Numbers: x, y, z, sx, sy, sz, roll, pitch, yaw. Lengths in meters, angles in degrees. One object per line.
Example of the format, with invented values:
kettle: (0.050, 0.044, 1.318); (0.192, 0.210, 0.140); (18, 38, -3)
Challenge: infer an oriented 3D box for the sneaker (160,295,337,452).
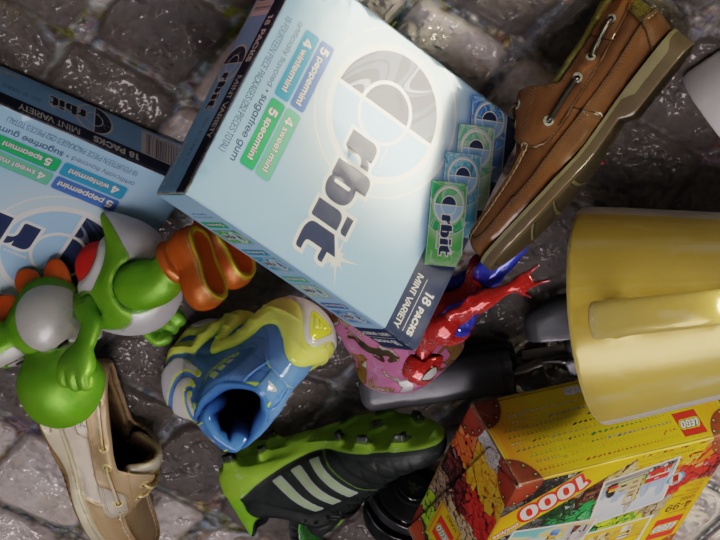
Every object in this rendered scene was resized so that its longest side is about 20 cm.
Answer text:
sneaker: (-0.101, 0.083, 1.792); (0.076, 0.105, 0.200); (44, 143, -10)

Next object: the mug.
mug: (0.227, 0.035, 1.717); (0.152, 0.187, 0.150); (-5, 121, 19)

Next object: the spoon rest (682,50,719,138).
spoon rest: (0.295, -0.067, 1.730); (0.099, 0.061, 0.200); (-35, 124, 27)

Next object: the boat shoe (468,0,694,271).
boat shoe: (0.130, -0.092, 1.660); (0.068, 0.072, 0.200); (40, 87, 8)

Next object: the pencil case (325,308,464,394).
pencil case: (0.000, 0.000, 1.768); (0.083, 0.087, 0.200); (-38, 128, -7)

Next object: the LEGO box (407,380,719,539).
LEGO box: (0.154, 0.153, 1.855); (0.199, 0.077, 0.149); (-11, 144, -30)

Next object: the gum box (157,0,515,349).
gum box: (-0.010, -0.072, 1.645); (0.199, 0.171, 0.044); (34, 164, -27)

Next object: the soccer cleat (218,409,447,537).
soccer cleat: (-0.015, 0.152, 1.892); (0.199, 0.068, 0.082); (-12, 110, 32)

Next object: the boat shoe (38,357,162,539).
boat shoe: (-0.182, 0.143, 1.898); (0.069, 0.074, 0.201); (-9, 132, 15)

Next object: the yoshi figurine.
yoshi figurine: (-0.166, 0.043, 1.729); (0.199, 0.113, 0.112); (-25, 136, 22)

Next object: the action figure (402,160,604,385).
action figure: (0.092, -0.005, 1.726); (0.052, 0.065, 0.200); (36, 96, -20)

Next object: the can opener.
can opener: (0.095, 0.055, 1.854); (0.198, 0.053, 0.067); (-8, 100, 6)

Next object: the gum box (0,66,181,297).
gum box: (-0.237, -0.037, 1.752); (0.169, 0.045, 0.200); (22, 127, -21)

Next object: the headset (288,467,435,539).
headset: (0.040, 0.211, 1.953); (0.198, 0.094, 0.124); (-2, 134, 16)
